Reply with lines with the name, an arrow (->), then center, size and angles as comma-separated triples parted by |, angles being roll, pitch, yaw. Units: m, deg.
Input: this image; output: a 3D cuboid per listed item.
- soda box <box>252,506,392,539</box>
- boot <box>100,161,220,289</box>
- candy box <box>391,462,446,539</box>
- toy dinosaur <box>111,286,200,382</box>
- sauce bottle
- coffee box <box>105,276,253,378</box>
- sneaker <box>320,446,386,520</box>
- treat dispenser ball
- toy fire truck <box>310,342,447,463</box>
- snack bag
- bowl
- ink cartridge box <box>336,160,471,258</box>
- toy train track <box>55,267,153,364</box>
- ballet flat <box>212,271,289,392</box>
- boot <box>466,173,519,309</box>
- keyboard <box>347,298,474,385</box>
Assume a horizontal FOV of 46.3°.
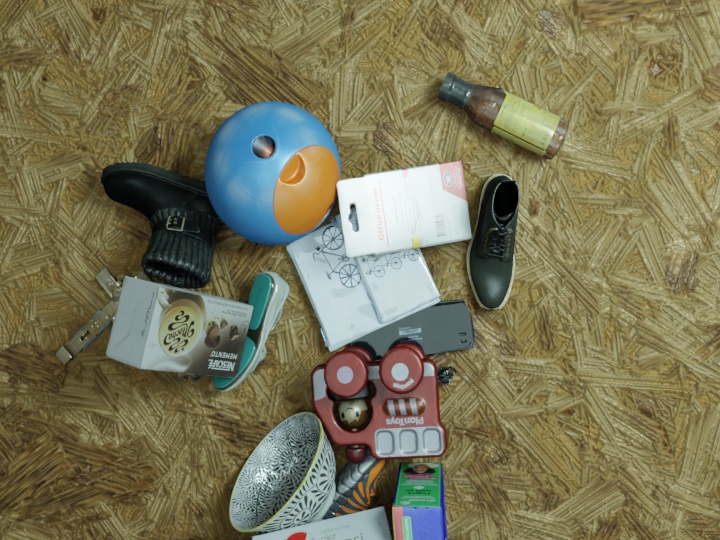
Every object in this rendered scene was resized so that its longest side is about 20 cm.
soda box -> -0.052, 0.402, 1.202 | 0.195, 0.064, 0.069 | -11, 49, -6
boot -> -0.308, -0.068, 1.261 | 0.206, 0.080, 0.161 | 12, 64, 2
candy box -> 0.091, 0.395, 1.241 | 0.075, 0.200, 0.173 | -3, 94, 4
toy dinosaur -> -0.302, 0.079, 1.274 | 0.132, 0.087, 0.202 | -6, 138, -10
sauce bottle -> 0.210, -0.235, 1.251 | 0.197, 0.066, 0.067 | 28, 96, 0
coffee box -> -0.255, 0.085, 1.212 | 0.079, 0.199, 0.116 | 12, 86, 34
sneaker -> 0.003, 0.368, 1.316 | 0.111, 0.078, 0.201 | 37, 105, -4
treat dispenser ball -> -0.126, -0.140, 1.215 | 0.196, 0.201, 0.206 | 0, 95, 4
toy fire truck -> 0.026, 0.199, 1.249 | 0.195, 0.112, 0.172 | -5, 88, 7
snack bag -> 0.000, 0.000, 1.299 | 0.197, 0.021, 0.192 | -24, 89, 4
bowl -> -0.099, 0.325, 1.274 | 0.201, 0.201, 0.094 | -46, 113, 6
ink cartridge box -> 0.057, -0.089, 1.242 | 0.196, 0.067, 0.119 | -9, 94, -17
toy train track -> -0.411, 0.077, 1.337 | 0.199, 0.033, 0.115 | -42, 90, 7
ballet flat -> -0.162, 0.099, 1.306 | 0.068, 0.069, 0.203 | 25, 97, 2
boot -> 0.197, -0.038, 1.231 | 0.076, 0.138, 0.205 | 0, 96, 4
keyboard -> 0.081, 0.120, 1.312 | 0.195, 0.021, 0.130 | -8, 88, 6
